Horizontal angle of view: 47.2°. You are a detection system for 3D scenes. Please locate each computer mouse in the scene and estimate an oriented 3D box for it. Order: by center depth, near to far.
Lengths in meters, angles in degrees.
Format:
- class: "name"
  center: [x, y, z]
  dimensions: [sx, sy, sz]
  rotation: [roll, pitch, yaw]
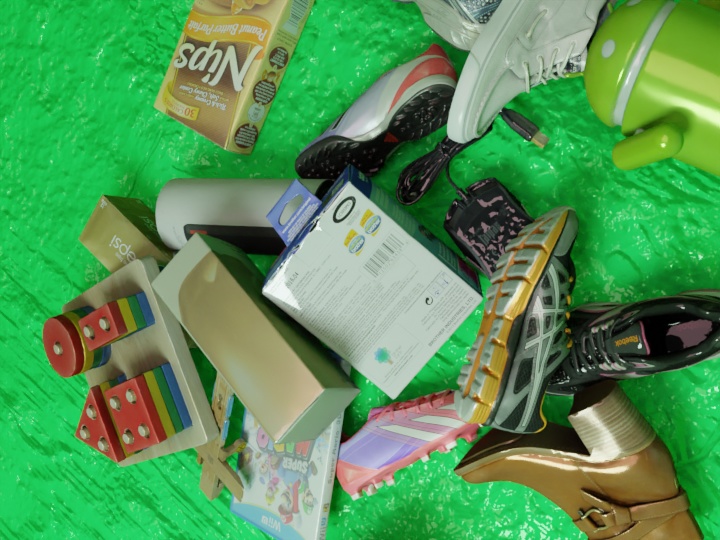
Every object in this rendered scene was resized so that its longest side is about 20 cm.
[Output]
- class: "computer mouse"
  center: [0.142, -0.062, 0.780]
  dimensions: [0.200, 0.046, 0.141]
  rotation: [43, 93, 19]

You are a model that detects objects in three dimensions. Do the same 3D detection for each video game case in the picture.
- class: "video game case"
  center: [-0.076, 0.175, 0.862]
  dimensions: [0.141, 0.018, 0.206]
  rotation: [11, 93, 44]

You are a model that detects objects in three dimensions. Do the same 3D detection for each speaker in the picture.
- class: "speaker"
  center: [-0.119, -0.058, 0.878]
  dimensions: [0.195, 0.081, 0.084]
  rotation: [4, 90, 24]

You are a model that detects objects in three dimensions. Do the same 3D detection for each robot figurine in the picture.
- class: "robot figurine"
  center: [0.272, -0.152, 0.674]
  dimensions: [0.198, 0.116, 0.177]
  rotation: [30, 80, 21]

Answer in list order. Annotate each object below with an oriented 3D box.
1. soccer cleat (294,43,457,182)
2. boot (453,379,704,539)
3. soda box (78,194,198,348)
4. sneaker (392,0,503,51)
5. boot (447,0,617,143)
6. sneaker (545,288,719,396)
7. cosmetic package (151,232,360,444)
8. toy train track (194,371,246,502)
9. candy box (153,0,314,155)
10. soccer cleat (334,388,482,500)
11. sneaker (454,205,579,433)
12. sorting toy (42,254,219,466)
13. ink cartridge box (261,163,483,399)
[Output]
- class: "soccer cleat"
  center: [0.014, -0.152, 0.835]
  dimensions: [0.198, 0.068, 0.075]
  rotation: [-28, 48, 30]
- class: "boot"
  center: [0.191, 0.198, 0.740]
  dimensions: [0.198, 0.077, 0.157]
  rotation: [-31, 94, 31]
- class: "soda box"
  center: [-0.227, -0.001, 0.934]
  dimensions: [0.199, 0.067, 0.065]
  rotation: [40, 105, 21]
- class: "sneaker"
  center: [0.063, -0.300, 0.786]
  dimensions: [0.198, 0.078, 0.087]
  rotation: [36, 138, 13]
- class: "boot"
  center: [0.159, -0.193, 0.740]
  dimensions: [0.094, 0.073, 0.203]
  rotation: [27, 87, 20]
- class: "sneaker"
  center: [0.227, 0.057, 0.708]
  dimensions: [0.197, 0.086, 0.082]
  rotation: [-22, 78, 24]
- class: "cosmetic package"
  center: [-0.098, 0.064, 0.785]
  dimensions: [0.071, 0.105, 0.200]
  rotation: [-45, 72, 7]
- class: "toy train track"
  center: [-0.143, 0.165, 0.878]
  dimensions: [0.114, 0.032, 0.203]
  rotation: [39, 131, 31]
- class: "candy box"
  center: [-0.137, -0.245, 0.904]
  dimensions: [0.114, 0.055, 0.204]
  rotation: [30, 101, 23]
- class: "soccer cleat"
  center: [0.051, 0.152, 0.805]
  dimensions: [0.198, 0.066, 0.078]
  rotation: [-35, 70, 23]
- class: "sneaker"
  center: [0.147, 0.043, 0.705]
  dimensions: [0.076, 0.078, 0.204]
  rotation: [23, 85, -9]
- class: "sorting toy"
  center: [-0.267, 0.114, 0.901]
  dimensions: [0.197, 0.069, 0.204]
  rotation: [-23, 88, 43]
- class: "ink cartridge box"
  center: [0.000, 0.000, 0.776]
  dimensions: [0.199, 0.077, 0.137]
  rotation: [39, 105, -12]
